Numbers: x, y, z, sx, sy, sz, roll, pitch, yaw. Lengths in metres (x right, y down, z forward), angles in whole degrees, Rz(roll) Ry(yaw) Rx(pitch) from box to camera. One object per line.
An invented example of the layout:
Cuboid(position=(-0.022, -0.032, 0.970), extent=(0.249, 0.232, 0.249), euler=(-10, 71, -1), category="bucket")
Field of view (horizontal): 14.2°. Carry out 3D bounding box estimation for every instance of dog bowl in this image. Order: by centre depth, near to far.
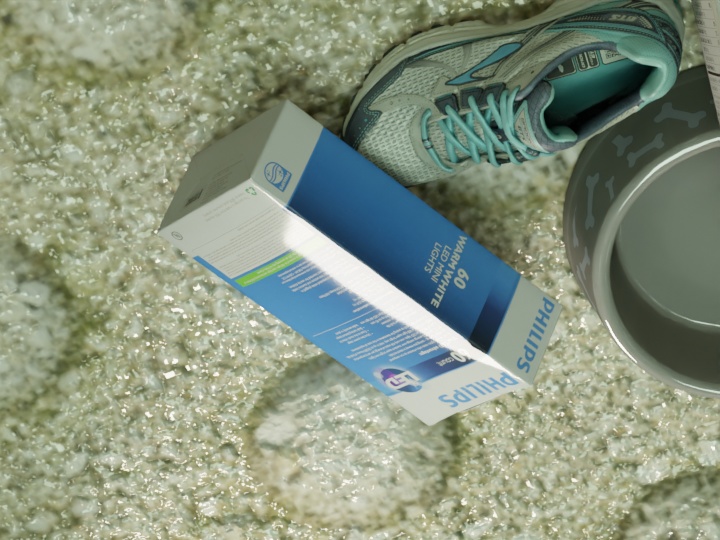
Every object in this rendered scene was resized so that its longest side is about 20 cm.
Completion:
Cuboid(position=(0.213, -0.015, 1.604), extent=(0.199, 0.059, 0.201), euler=(0, 121, 0), category="dog bowl")

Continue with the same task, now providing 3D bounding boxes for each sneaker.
Cuboid(position=(0.078, -0.093, 1.539), extent=(0.200, 0.086, 0.078), euler=(-25, 118, 14), category="sneaker")

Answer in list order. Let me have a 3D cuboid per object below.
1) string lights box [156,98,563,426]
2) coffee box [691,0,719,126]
Cuboid(position=(0.000, 0.000, 1.584), extent=(0.200, 0.059, 0.103), euler=(36, 147, -20), category="string lights box")
Cuboid(position=(0.241, -0.097, 1.495), extent=(0.113, 0.080, 0.201), euler=(-13, 96, 0), category="coffee box")
